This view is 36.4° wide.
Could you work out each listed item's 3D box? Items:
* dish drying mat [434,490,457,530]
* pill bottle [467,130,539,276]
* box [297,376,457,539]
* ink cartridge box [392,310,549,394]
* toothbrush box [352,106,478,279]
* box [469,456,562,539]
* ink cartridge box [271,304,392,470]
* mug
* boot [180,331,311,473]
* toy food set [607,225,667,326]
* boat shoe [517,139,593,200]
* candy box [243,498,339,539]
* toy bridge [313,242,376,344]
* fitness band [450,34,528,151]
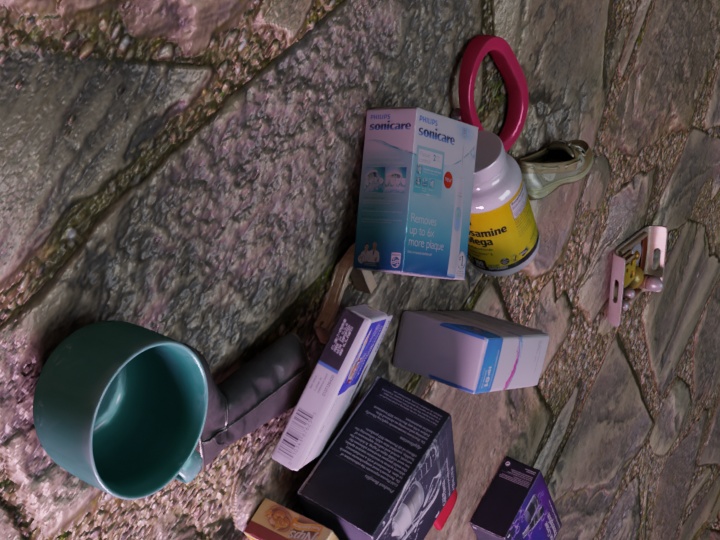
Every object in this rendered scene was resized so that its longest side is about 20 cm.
[{"bbox_3d":[0.109,0.322,1.700,0.077,0.018,0.201,-54,140,-28],"label":"dish drying mat"},{"bbox_3d":[0.183,-0.096,1.555,0.113,0.111,0.201,-54,140,-26],"label":"pill bottle"},{"bbox_3d":[0.029,0.289,1.452,0.197,0.123,0.201,-51,152,-27],"label":"box"},{"bbox_3d":[0.163,0.114,1.580,0.199,0.143,0.086,1,103,-54],"label":"ink cartridge box"},{"bbox_3d":[0.072,-0.095,1.393,0.145,0.084,0.204,8,86,-52],"label":"toothbrush box"},{"bbox_3d":[0.279,0.450,1.941,0.142,0.078,0.201,-53,141,-23],"label":"box"},{"bbox_3d":[-0.030,0.138,1.357,0.200,0.046,0.200,-65,173,3],"label":"ink cartridge box"},{"bbox_3d":[-0.236,0.141,1.054,0.151,0.113,0.188,-29,126,-46],"label":"mug"},{"bbox_3d":[-0.133,0.122,1.231,0.199,0.072,0.184,-28,139,-39],"label":"boot"},{"bbox_3d":[0.553,0.009,2.165,0.199,0.060,0.146,-29,126,-47],"label":"toy food set"},{"bbox_3d":[0.309,-0.175,1.740,0.199,0.073,0.064,-28,130,-38],"label":"boat shoe"},{"bbox_3d":[-0.058,0.381,1.400,0.056,0.114,0.201,-54,141,-26],"label":"candy box"},{"bbox_3d":[0.000,0.000,1.408,0.201,0.027,0.068,-55,141,-28],"label":"toy bridge"},{"bbox_3d":[0.187,-0.245,1.572,0.200,0.037,0.145,49,60,-52],"label":"fitness band"}]
